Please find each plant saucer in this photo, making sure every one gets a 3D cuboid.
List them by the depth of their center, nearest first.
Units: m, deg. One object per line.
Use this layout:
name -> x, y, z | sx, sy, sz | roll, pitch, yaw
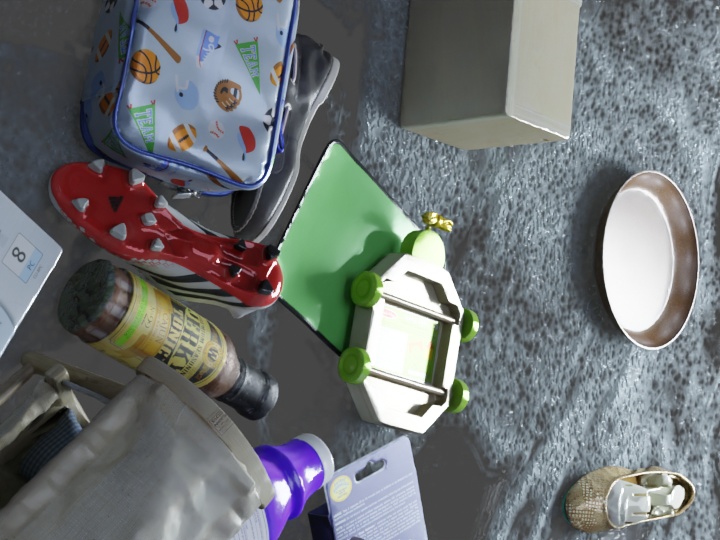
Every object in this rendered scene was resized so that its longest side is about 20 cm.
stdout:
plant saucer -> 0.318, -0.011, 1.678 | 0.199, 0.032, 0.202 | 3, 86, -48

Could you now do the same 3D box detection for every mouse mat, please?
mouse mat -> 0.000, 0.000, 1.353 | 0.200, 0.007, 0.162 | 45, 58, -36

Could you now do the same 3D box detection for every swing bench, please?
swing bench -> -0.201, 0.162, 0.990 | 0.199, 0.199, 0.130 | -47, 121, -37

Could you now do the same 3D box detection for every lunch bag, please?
lunch bag -> -0.126, -0.156, 1.155 | 0.160, 0.075, 0.201 | 17, 77, -33

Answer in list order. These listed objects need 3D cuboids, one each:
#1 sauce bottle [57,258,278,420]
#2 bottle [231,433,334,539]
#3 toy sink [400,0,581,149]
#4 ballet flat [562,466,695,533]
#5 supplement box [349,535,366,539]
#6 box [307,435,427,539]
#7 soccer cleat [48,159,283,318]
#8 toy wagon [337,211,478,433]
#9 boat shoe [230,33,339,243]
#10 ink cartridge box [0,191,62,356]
sauce bottle -> -0.142, 0.060, 1.157 | 0.200, 0.064, 0.065 | 34, 65, -41
bottle -> -0.102, 0.191, 1.194 | 0.200, 0.065, 0.084 | -28, 109, -44
toy sink -> 0.127, -0.225, 1.408 | 0.112, 0.130, 0.202 | 12, 79, -46
ballet flat -> 0.300, 0.246, 1.626 | 0.199, 0.065, 0.071 | -5, 93, -47
supplement box -> -0.036, 0.332, 1.231 | 0.199, 0.073, 0.127 | -32, 112, -30
box -> 0.014, 0.260, 1.341 | 0.121, 0.032, 0.201 | -21, 106, -45
soccer cleat -> -0.154, -0.018, 1.147 | 0.199, 0.085, 0.069 | 25, 57, -20
toy wagon -> 0.048, 0.045, 1.372 | 0.155, 0.039, 0.201 | 21, 74, -46
boat shoe -> -0.077, -0.113, 1.238 | 0.057, 0.067, 0.201 | 33, 59, -24
ink cartridge box -> -0.310, -0.009, 0.989 | 0.200, 0.047, 0.161 | 48, 56, -37
